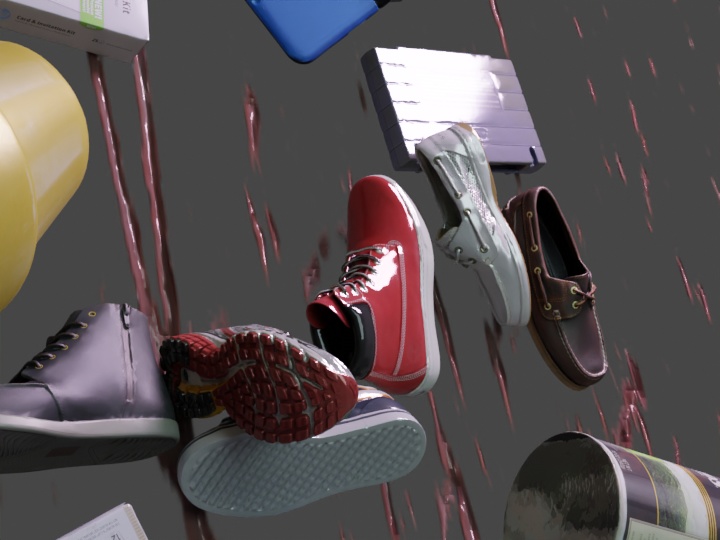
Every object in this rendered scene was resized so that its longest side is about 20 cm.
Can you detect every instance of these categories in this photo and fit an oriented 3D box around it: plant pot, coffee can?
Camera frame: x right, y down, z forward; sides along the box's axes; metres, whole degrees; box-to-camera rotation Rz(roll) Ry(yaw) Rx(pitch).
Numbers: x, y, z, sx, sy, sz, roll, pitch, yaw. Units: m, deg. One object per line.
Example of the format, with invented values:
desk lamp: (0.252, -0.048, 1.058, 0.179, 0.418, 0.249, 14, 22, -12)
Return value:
plant pot: (-0.280, -0.066, 0.850, 0.201, 0.200, 0.189, 49, 30, -7)
coffee can: (0.246, 0.236, 1.139, 0.198, 0.146, 0.148, 20, 55, -30)

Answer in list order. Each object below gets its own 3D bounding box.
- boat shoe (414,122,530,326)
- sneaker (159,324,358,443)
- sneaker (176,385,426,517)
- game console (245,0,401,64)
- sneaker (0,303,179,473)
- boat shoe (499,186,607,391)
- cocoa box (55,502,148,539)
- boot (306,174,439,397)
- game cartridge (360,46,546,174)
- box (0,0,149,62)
boat shoe: (0.101, -0.034, 1.230, 0.069, 0.071, 0.202, -21, 90, -19)
sneaker: (-0.066, 0.069, 0.935, 0.081, 0.199, 0.079, -15, 104, -37)
sneaker: (-0.053, 0.135, 1.001, 0.198, 0.079, 0.079, -3, 23, -26)
game console: (-0.062, -0.317, 1.281, 0.201, 0.118, 0.171, 53, 14, -4)
sneaker: (-0.222, 0.077, 0.898, 0.199, 0.075, 0.107, 9, 56, -47)
boat shoe: (0.194, 0.016, 1.273, 0.070, 0.070, 0.202, -17, 80, -45)
cocoa box: (-0.209, 0.250, 0.760, 0.199, 0.133, 0.132, -24, 83, -44)
boot: (0.000, 0.000, 1.092, 0.144, 0.072, 0.203, 21, 55, -53)
game cartridge: (0.095, -0.161, 1.315, 0.198, 0.038, 0.131, -2, 64, -40)
box: (-0.272, -0.268, 1.063, 0.198, 0.041, 0.158, 12, 59, -36)
